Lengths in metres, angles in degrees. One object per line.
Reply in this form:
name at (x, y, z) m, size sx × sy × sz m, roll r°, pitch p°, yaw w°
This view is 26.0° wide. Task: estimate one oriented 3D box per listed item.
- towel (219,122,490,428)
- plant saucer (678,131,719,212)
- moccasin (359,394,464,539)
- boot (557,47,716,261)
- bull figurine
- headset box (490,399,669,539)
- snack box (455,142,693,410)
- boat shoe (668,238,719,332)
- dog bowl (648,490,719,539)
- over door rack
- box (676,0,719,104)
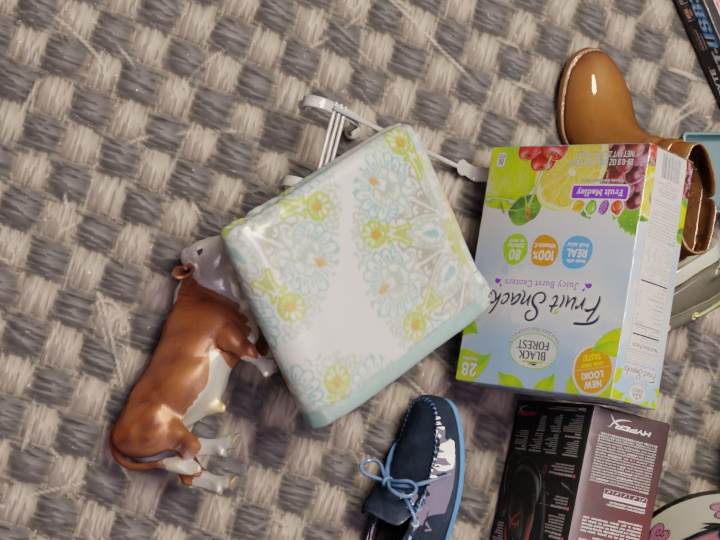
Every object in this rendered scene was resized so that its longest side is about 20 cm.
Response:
towel at (0.000, 0.000, 1.214) m, size 0.199 × 0.048 × 0.173 m, roll -34°, pitch 106°, yaw -31°
plant saucer at (0.343, -0.088, 1.387) m, size 0.199 × 0.019 × 0.071 m, roll -5°, pitch 90°, yaw -42°
moccasin at (0.036, 0.200, 1.270) m, size 0.068 × 0.080 × 0.202 m, roll 13°, pitch 82°, yaw -29°
boot at (0.239, -0.099, 1.316) m, size 0.073 × 0.155 × 0.202 m, roll -12°, pitch 92°, yaw -19°
bull figurine at (-0.120, 0.073, 1.224) m, size 0.121 × 0.065 × 0.202 m, roll 25°, pitch 86°, yaw 20°
headset box at (0.170, 0.213, 1.281) m, size 0.074 × 0.148 × 0.202 m, roll 15°, pitch 82°, yaw -17°
snack box at (0.170, 0.003, 1.260) m, size 0.067 × 0.168 × 0.203 m, roll 14°, pitch 82°, yaw -42°
boat shoe at (0.231, 0.042, 1.351) m, size 0.200 × 0.072 × 0.061 m, roll -28°, pitch 110°, yaw -10°
dog bowl at (0.310, 0.294, 1.318) m, size 0.198 × 0.074 × 0.203 m, roll 0°, pitch 105°, yaw 0°
over door rack at (0.013, -0.043, 1.291) m, size 0.198 × 0.066 × 0.149 m, roll 19°, pitch 81°, yaw -31°
box at (0.388, -0.256, 1.431) m, size 0.197 × 0.050 × 0.202 m, roll -29°, pitch 97°, yaw -17°
